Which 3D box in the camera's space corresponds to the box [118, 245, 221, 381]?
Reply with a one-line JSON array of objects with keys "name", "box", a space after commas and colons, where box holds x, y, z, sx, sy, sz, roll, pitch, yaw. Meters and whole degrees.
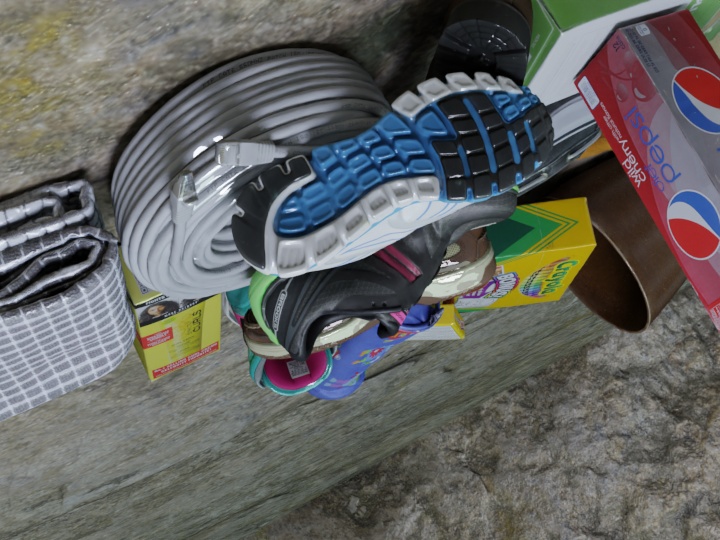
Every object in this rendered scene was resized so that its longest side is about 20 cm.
[{"name": "box", "box": [-0.154, 0.028, 0.824, 0.074, 0.051, 0.201, -24, 164, -17]}]

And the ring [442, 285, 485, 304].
[{"name": "ring", "box": [0.032, 0.018, 1.013, 0.196, 0.020, 0.201, -1, 167, 0]}]

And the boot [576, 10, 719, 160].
[{"name": "boot", "box": [0.260, -0.176, 0.871, 0.201, 0.071, 0.143, -46, -164, -23]}]

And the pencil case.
[{"name": "pencil case", "box": [0.005, 0.052, 0.937, 0.086, 0.079, 0.200, -13, 161, -30]}]

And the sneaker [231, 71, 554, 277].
[{"name": "sneaker", "box": [0.019, -0.052, 0.602, 0.197, 0.076, 0.087, -22, 170, -5]}]

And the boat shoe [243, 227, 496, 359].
[{"name": "boat shoe", "box": [-0.001, -0.003, 0.765, 0.199, 0.076, 0.075, -22, -153, -2]}]

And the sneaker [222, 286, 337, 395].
[{"name": "sneaker", "box": [-0.071, 0.055, 0.915, 0.082, 0.122, 0.200, -25, 164, -7]}]

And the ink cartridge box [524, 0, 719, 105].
[{"name": "ink cartridge box", "box": [0.184, -0.184, 0.710, 0.197, 0.060, 0.104, -22, 164, -20]}]

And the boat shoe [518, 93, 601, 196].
[{"name": "boat shoe", "box": [0.154, -0.122, 0.789, 0.198, 0.072, 0.071, -31, 146, -13]}]

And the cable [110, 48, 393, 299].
[{"name": "cable", "box": [-0.067, -0.057, 0.661, 0.198, 0.070, 0.200, -20, 160, -39]}]

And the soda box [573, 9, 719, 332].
[{"name": "soda box", "box": [0.224, -0.065, 0.662, 0.069, 0.203, 0.063, -18, 164, -27]}]

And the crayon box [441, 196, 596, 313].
[{"name": "crayon box", "box": [0.149, -0.008, 1.111, 0.169, 0.059, 0.200, -6, 163, -2]}]

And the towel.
[{"name": "towel", "box": [-0.243, 0.039, 0.644, 0.197, 0.087, 0.166, -23, 163, -16]}]

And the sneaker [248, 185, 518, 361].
[{"name": "sneaker", "box": [0.022, -0.002, 0.690, 0.198, 0.085, 0.077, -29, 167, 8]}]

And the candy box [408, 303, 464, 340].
[{"name": "candy box", "box": [0.008, 0.057, 1.076, 0.196, 0.027, 0.102, -2, 170, 11]}]

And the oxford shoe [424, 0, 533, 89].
[{"name": "oxford shoe", "box": [0.075, -0.122, 0.667, 0.071, 0.086, 0.201, 18, 151, -3]}]

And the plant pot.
[{"name": "plant pot", "box": [0.329, -0.066, 1.158, 0.199, 0.187, 0.187, -39, 167, -11]}]
